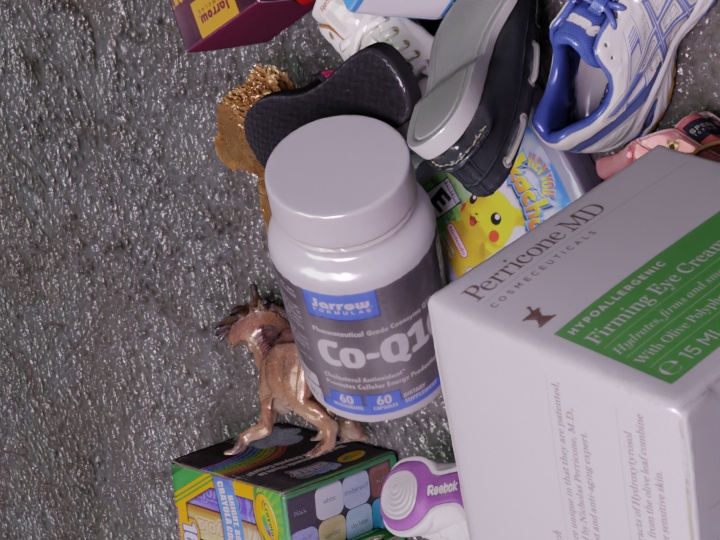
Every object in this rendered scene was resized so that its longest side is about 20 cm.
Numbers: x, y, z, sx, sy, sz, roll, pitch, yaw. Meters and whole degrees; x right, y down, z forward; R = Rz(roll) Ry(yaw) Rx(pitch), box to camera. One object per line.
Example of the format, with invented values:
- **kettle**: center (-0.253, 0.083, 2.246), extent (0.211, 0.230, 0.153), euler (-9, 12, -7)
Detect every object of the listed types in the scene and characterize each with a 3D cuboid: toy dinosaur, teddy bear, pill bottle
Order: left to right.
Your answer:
- **toy dinosaur**: center (-0.051, 0.075, 1.254), extent (0.199, 0.085, 0.137), euler (-5, 93, 50)
- **teddy bear**: center (-0.030, -0.071, 1.185), extent (0.200, 0.067, 0.146), euler (31, 134, 42)
- **pill bottle**: center (0.000, 0.000, 1.052), extent (0.114, 0.114, 0.201), euler (37, 154, 36)

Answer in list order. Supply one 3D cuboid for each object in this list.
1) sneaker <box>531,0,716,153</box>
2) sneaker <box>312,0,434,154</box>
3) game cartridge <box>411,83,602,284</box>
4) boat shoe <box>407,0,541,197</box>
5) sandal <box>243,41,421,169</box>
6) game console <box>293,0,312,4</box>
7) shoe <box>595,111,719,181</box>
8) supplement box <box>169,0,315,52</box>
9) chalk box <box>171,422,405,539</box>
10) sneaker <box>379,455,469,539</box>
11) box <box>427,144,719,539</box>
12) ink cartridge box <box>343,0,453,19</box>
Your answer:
- **sneaker**: center (0.161, -0.159, 0.942), extent (0.075, 0.088, 0.201), euler (33, 124, 36)
- **sneaker**: center (0.009, -0.153, 1.077), extent (0.073, 0.084, 0.200), euler (-49, 45, 21)
- **game cartridge**: center (0.102, -0.042, 1.069), extent (0.133, 0.040, 0.201), euler (-35, 76, 32)
- **boat shoe**: center (0.083, -0.127, 0.999), extent (0.060, 0.201, 0.075), euler (41, 139, -22)
- **sandal**: center (-0.014, -0.107, 1.078), extent (0.200, 0.045, 0.075), euler (-20, 103, 53)
- **game console**: center (-0.078, -0.284, 1.057), extent (0.177, 0.031, 0.201), euler (55, -167, -34)
- **shoe**: center (0.220, -0.053, 0.920), extent (0.200, 0.071, 0.092), euler (-20, 92, 54)
- **supplement box**: center (-0.106, -0.284, 1.212), extent (0.110, 0.085, 0.201), euler (-23, 85, 49)
- **chalk box**: center (-0.044, 0.212, 1.266), extent (0.199, 0.124, 0.125), euler (8, 108, 49)
- **sneaker**: center (0.102, 0.163, 1.107), extent (0.199, 0.099, 0.075), euler (-5, 72, 56)
- **box**: center (0.172, 0.074, 0.834), extent (0.171, 0.198, 0.201), euler (22, 135, 45)
- **ink cartridge box**: center (0.020, -0.291, 1.038), extent (0.147, 0.085, 0.201), euler (-53, 52, 43)
